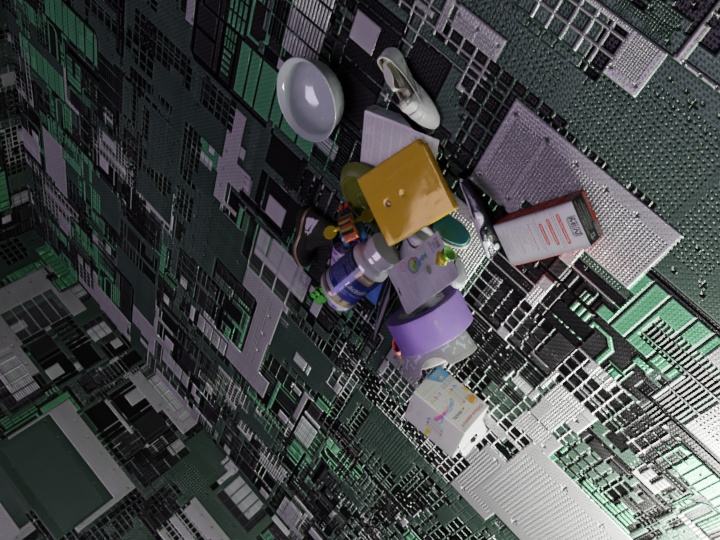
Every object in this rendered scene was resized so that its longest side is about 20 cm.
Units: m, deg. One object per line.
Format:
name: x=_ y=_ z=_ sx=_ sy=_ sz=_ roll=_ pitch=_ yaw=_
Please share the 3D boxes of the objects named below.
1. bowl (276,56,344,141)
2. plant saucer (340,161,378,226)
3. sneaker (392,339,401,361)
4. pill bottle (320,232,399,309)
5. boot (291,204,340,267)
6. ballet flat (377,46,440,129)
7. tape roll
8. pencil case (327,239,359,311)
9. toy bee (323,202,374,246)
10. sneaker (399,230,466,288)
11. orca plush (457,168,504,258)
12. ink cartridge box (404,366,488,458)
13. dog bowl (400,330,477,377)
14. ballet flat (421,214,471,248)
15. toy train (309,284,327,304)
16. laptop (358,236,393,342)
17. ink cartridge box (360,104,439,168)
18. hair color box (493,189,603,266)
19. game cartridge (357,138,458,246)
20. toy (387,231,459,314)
bowl: x=-0.104 y=-0.423 z=1.579 sx=0.200 sy=0.090 sz=0.204 roll=28 pitch=135 yaw=32
plant saucer: x=0.020 y=-0.179 z=1.625 sx=0.199 sy=0.031 sz=0.201 roll=34 pitch=153 yaw=20
sneaker: x=0.121 y=0.213 z=1.795 sx=0.077 sy=0.090 sz=0.203 roll=18 pitch=130 yaw=36
pill bottle: x=0.000 y=0.000 z=1.653 sx=0.200 sy=0.115 sz=0.116 roll=-40 pitch=86 yaw=32
boot: x=-0.122 y=-0.071 z=1.870 sx=0.137 sy=0.077 sz=0.202 roll=27 pitch=135 yaw=25
ballet flat: x=0.097 y=-0.385 z=1.411 sx=0.069 sy=0.069 sz=0.202 roll=-27 pitch=96 yaw=52
tape roll: x=0.168 y=0.121 z=1.589 sx=0.199 sy=0.199 sz=0.086 roll=-20 pitch=102 yaw=51
pencil case: x=-0.042 y=0.016 z=1.794 sx=0.083 sy=0.085 sz=0.203 roll=32 pitch=130 yaw=33
toy bee: x=-0.034 y=-0.116 z=1.644 sx=0.110 sy=0.129 sz=0.200 roll=66 pitch=166 yaw=4
sneaker: x=0.170 y=-0.016 z=1.593 sx=0.200 sy=0.075 sz=0.115 roll=49 pitch=143 yaw=17
orca plush: x=0.276 y=-0.130 z=1.426 sx=0.105 sy=0.070 sz=0.203 roll=-41 pitch=-71 yaw=-84
ink cartridge box: x=0.241 y=0.388 z=1.762 sx=0.199 sy=0.128 sz=0.126 roll=36 pitch=138 yaw=22
dog bowl: x=0.189 y=0.200 z=1.632 sx=0.199 sy=0.198 sz=0.059 roll=-22 pitch=90 yaw=51
ballet flat: x=0.173 y=-0.105 z=1.526 sx=0.199 sy=0.069 sz=0.070 roll=34 pitch=137 yaw=20
toy train: x=-0.090 y=0.061 z=1.944 sx=0.057 sy=0.042 sz=0.199 roll=50 pitch=149 yaw=-9
laptop: x=0.019 y=0.050 z=1.773 sx=0.114 sy=0.202 sz=0.189 roll=13 pitch=136 yaw=-3
ink cartridge box: x=0.093 y=-0.275 z=1.519 sx=0.198 sy=0.050 sz=0.163 roll=25 pitch=133 yaw=21
hair color box: x=0.378 y=-0.083 z=1.330 sx=0.199 sy=0.061 sz=0.103 roll=-16 pitch=105 yaw=52
game cartridge: x=0.104 y=-0.175 z=1.481 sx=0.199 sy=0.032 sz=0.178 roll=-27 pitch=87 yaw=35
toy: x=0.154 y=0.006 z=1.521 sx=0.200 sy=0.047 sz=0.116 roll=-43 pitch=66 yaw=48
